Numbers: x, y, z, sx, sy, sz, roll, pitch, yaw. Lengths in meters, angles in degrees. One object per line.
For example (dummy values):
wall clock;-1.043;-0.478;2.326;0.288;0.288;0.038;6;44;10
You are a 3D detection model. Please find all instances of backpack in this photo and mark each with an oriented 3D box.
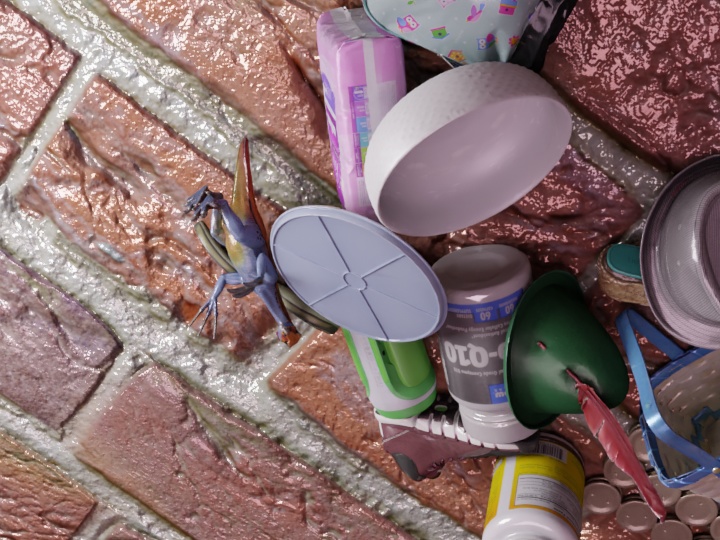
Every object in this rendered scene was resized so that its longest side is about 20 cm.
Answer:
backpack;0.097;-0.270;1.072;0.200;0.127;0.167;23;120;-5

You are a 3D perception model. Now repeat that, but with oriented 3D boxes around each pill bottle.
pill bottle;0.198;0.284;1.322;0.109;0.200;0.109;6;121;11
pill bottle;0.144;0.083;1.273;0.113;0.114;0.200;-5;118;16

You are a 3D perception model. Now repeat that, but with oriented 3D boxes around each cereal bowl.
cereal bowl;0.090;-0.123;1.077;0.200;0.200;0.083;-43;59;30

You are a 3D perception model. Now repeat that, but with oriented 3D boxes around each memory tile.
memory tile;0.379;0.270;1.379;0.200;0.017;0.153;29;122;-3

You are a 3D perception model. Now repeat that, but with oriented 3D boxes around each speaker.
speaker;0.024;0.067;1.309;0.088;0.088;0.200;-10;116;19

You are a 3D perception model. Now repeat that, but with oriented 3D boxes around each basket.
basket;0.353;0.143;1.225;0.200;0.177;0.139;29;125;-26

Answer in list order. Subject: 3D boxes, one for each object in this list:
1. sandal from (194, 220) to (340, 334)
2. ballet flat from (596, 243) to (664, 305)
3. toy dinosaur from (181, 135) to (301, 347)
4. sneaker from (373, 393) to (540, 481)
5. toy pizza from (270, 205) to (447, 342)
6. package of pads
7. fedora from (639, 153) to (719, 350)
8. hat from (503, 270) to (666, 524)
sandal;-0.102;0.001;1.320;0.201;0.080;0.057;33;89;-4
ballet flat;0.346;0.020;1.227;0.200;0.071;0.065;17;149;7
toy dinosaur;-0.108;-0.012;1.241;0.181;0.200;0.105;44;164;-24
sneaker;0.115;0.208;1.384;0.200;0.076;0.116;11;127;20
toy pizza;0.000;0.000;1.181;0.200;0.032;0.200;21;147;15
package of pads;0.006;-0.155;1.165;0.075;0.121;0.200;-9;118;-5
fedora;0.368;-0.015;1.136;0.176;0.090;0.201;7;95;7
hat;0.264;0.109;1.192;0.176;0.166;0.200;12;124;41
